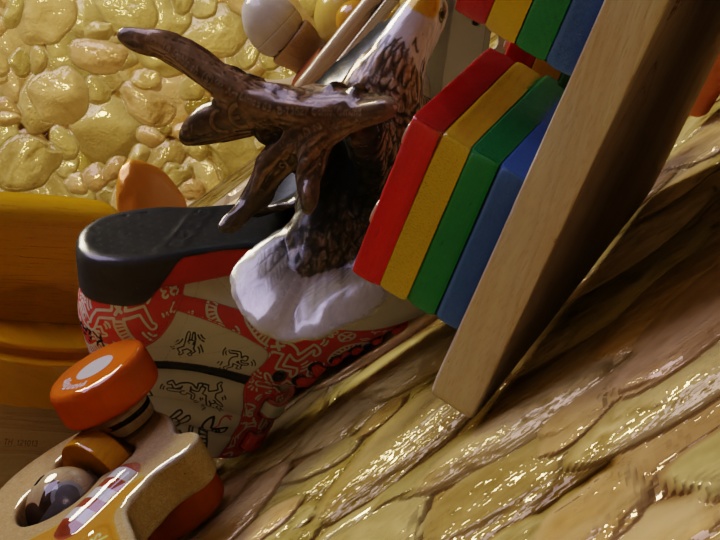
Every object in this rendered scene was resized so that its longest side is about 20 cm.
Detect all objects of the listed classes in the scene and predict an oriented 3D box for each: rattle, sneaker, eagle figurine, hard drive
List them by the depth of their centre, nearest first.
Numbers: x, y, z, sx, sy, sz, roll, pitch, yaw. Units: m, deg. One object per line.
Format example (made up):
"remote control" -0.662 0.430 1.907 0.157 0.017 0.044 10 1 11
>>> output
"eagle figurine" 0.014 -0.062 0.860 0.150 0.153 0.200 -35 -14 20
"sneaker" -0.028 0.026 0.912 0.199 0.109 0.067 -3 31 -3
"hard drive" 0.037 -0.112 1.204 0.200 0.026 0.133 128 153 -63
"rattle" -0.155 0.029 1.245 0.199 0.143 0.131 -11 43 59

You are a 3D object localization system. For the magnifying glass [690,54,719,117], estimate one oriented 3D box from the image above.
"magnifying glass" 0.169 -0.126 0.840 0.200 0.079 0.023 111 174 -62

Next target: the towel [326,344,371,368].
"towel" 0.000 0.000 1.054 0.147 0.050 0.200 -28 12 31

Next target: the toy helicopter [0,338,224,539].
"toy helicopter" -0.113 0.110 0.789 0.132 0.079 0.200 -31 19 -8

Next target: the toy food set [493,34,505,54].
"toy food set" 0.091 -0.167 1.256 0.060 0.144 0.200 -28 6 -8

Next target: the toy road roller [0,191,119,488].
"toy road roller" -0.180 0.022 1.003 0.122 0.147 0.200 5 17 -26

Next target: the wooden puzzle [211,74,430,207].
"wooden puzzle" -0.057 -0.020 1.077 0.200 0.046 0.185 -45 12 -24

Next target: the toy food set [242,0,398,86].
"toy food set" -0.009 -0.171 1.119 0.200 0.060 0.144 -51 9 11

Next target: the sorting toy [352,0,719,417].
"sorting toy" 0.083 -0.082 0.723 0.199 0.069 0.201 -45 -19 -51
